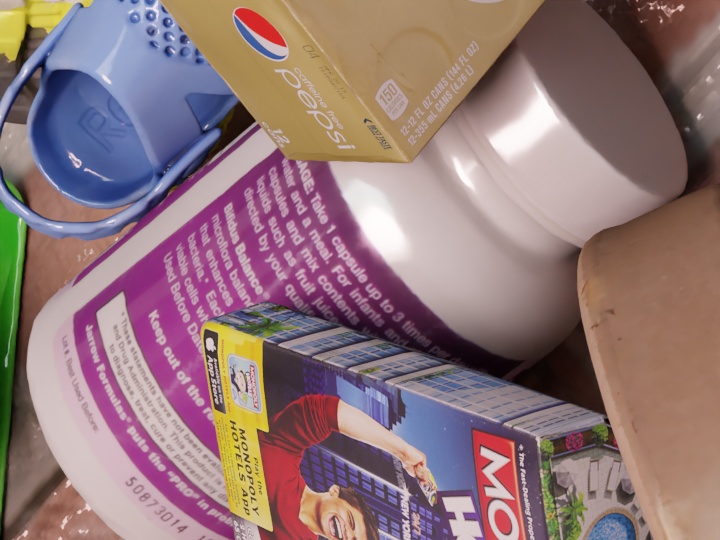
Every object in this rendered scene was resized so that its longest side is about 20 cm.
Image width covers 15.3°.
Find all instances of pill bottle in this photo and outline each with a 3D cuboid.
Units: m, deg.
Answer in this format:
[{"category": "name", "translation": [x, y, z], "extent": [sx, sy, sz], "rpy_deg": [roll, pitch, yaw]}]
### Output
[{"category": "pill bottle", "translation": [0.000, 0.000, 0.824], "extent": [0.200, 0.112, 0.113], "rpy_deg": [-38, 61, 27]}]

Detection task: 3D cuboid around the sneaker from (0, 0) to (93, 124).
[{"category": "sneaker", "translation": [-0.109, -0.130, 0.917], "extent": [0.200, 0.074, 0.085], "rpy_deg": [121, 145, -56]}]

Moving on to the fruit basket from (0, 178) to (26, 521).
[{"category": "fruit basket", "translation": [-0.183, 0.054, 0.927], "extent": [0.215, 0.155, 0.217], "rpy_deg": [-16, 69, 50]}]

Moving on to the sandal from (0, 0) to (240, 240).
[{"category": "sandal", "translation": [-0.056, -0.074, 0.830], "extent": [0.079, 0.087, 0.200], "rpy_deg": [38, 130, 3]}]

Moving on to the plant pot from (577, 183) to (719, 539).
[{"category": "plant pot", "translation": [0.170, 0.047, 0.650], "extent": [0.174, 0.200, 0.201], "rpy_deg": [-26, 65, 14]}]

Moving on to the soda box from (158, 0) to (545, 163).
[{"category": "soda box", "translation": [0.036, -0.123, 0.758], "extent": [0.200, 0.068, 0.064], "rpy_deg": [-50, 27, -21]}]

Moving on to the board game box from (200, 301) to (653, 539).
[{"category": "board game box", "translation": [0.049, 0.116, 0.715], "extent": [0.199, 0.061, 0.201], "rpy_deg": [17, 121, 51]}]
